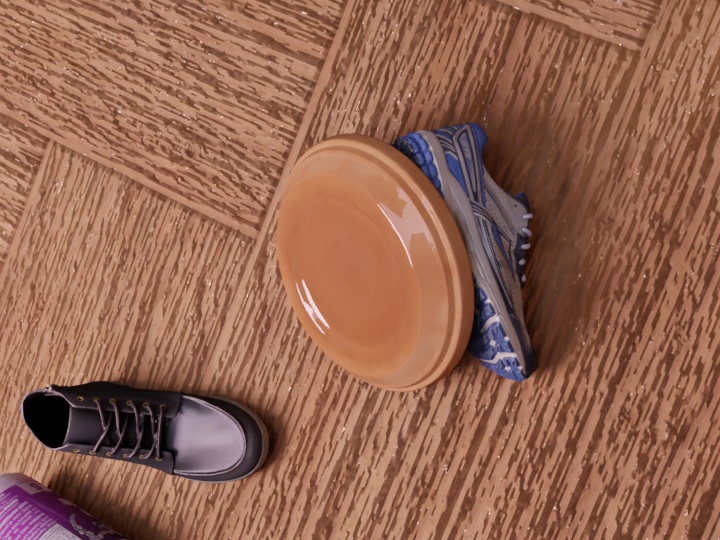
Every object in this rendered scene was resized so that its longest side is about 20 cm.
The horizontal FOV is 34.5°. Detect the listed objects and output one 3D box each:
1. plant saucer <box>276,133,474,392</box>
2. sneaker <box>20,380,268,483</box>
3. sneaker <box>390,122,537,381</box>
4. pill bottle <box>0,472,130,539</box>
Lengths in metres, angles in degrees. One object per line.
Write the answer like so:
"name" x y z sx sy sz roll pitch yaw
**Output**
"plant saucer" 0.000 0.000 0.871 0.199 0.037 0.203 25 126 41
"sneaker" -0.180 0.137 0.962 0.197 0.106 0.076 6 89 25
"sneaker" 0.098 -0.018 0.858 0.084 0.077 0.202 -25 98 -21
"pill bottle" -0.249 0.263 0.983 0.198 0.112 0.114 25 97 24
